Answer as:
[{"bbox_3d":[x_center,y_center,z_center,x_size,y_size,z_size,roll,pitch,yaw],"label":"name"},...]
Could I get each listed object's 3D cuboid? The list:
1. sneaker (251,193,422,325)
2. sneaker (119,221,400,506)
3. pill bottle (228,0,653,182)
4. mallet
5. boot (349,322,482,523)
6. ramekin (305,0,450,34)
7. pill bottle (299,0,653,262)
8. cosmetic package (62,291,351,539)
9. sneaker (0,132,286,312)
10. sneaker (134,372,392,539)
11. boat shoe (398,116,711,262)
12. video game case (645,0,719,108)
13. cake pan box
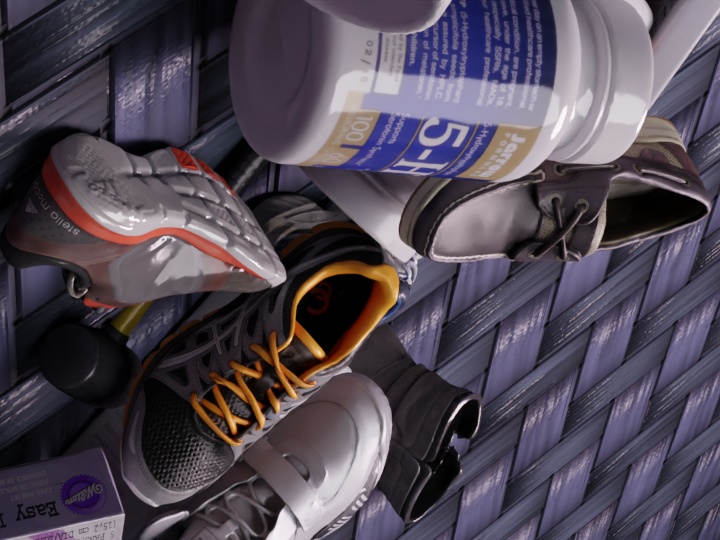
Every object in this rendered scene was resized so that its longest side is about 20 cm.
[{"bbox_3d":[0.000,0.000,1.652,0.200,0.085,0.077,-15,143,-53],"label":"sneaker"},{"bbox_3d":[-0.056,0.051,1.516,0.200,0.078,0.077,-48,-159,-9],"label":"sneaker"},{"bbox_3d":[0.045,-0.107,1.404,0.200,0.120,0.120,4,133,-28],"label":"pill bottle"},{"bbox_3d":[-0.107,-0.009,1.518,0.200,0.041,0.066,-55,155,9],"label":"mallet"},{"bbox_3d":[-0.007,0.124,1.792,0.070,0.132,0.200,-24,150,-44],"label":"boot"},{"bbox_3d":[-0.013,-0.204,1.133,0.098,0.200,0.201,-48,160,-17],"label":"ramekin"},{"bbox_3d":[0.062,-0.105,1.541,0.200,0.112,0.112,-48,158,4],"label":"pill bottle"},{"bbox_3d":[-0.108,0.104,1.661,0.200,0.074,0.102,-48,158,1],"label":"cosmetic package"},{"bbox_3d":[-0.119,-0.016,1.441,0.082,0.077,0.200,-42,149,18],"label":"sneaker"},{"bbox_3d":[-0.063,0.145,1.591,0.200,0.075,0.115,-48,171,13],"label":"sneaker"},{"bbox_3d":[0.113,-0.037,1.507,0.200,0.065,0.072,-12,138,-37],"label":"boat shoe"},{"bbox_3d":[0.168,-0.153,1.613,0.200,0.022,0.182,-57,-165,35],"label":"video game case"},{"bbox_3d":[-0.229,0.183,1.520,0.200,0.052,0.184,-12,148,-19],"label":"cake pan box"}]
